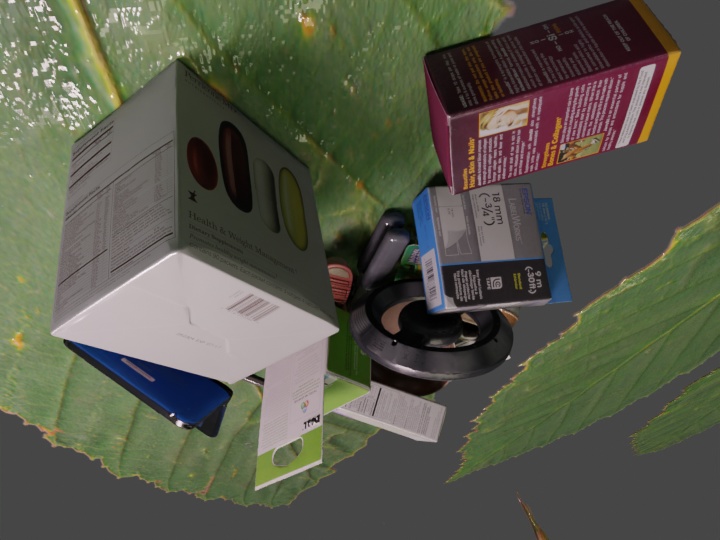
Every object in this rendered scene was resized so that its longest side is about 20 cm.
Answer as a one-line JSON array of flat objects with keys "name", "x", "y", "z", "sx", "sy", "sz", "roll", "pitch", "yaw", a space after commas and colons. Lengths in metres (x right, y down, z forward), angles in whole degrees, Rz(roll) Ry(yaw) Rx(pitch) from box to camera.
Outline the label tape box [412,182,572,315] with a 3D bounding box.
[{"name": "label tape box", "x": 0.173, "y": -0.029, "z": 0.660, "sx": 0.199, "sy": 0.145, "sz": 0.063, "roll": -4, "pitch": 169, "yaw": -14}]

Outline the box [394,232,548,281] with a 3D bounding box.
[{"name": "box", "x": 0.146, "y": -0.023, "z": 0.763, "sx": 0.199, "sy": 0.049, "sz": 0.118, "roll": -6, "pitch": 149, "yaw": -14}]

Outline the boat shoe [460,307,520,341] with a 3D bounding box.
[{"name": "boat shoe", "x": 0.159, "y": 0.070, "z": 0.831, "sx": 0.075, "sy": 0.069, "sz": 0.200, "roll": 25, "pitch": 162, "yaw": -17}]

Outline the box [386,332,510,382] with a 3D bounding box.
[{"name": "box", "x": 0.147, "y": 0.131, "z": 0.928, "sx": 0.199, "sy": 0.117, "sz": 0.060, "roll": -27, "pitch": 107, "yaw": 23}]

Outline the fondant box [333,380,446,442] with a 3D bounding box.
[{"name": "fondant box", "x": 0.018, "y": 0.210, "z": 0.860, "sx": 0.199, "sy": 0.058, "sz": 0.144, "roll": 20, "pitch": 163, "yaw": -1}]

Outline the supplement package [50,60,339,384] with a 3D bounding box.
[{"name": "supplement package", "x": -0.143, "y": -0.031, "z": 0.502, "sx": 0.147, "sy": 0.201, "sz": 0.191, "roll": -28, "pitch": 146, "yaw": 22}]

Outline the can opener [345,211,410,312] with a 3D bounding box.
[{"name": "can opener", "x": 0.000, "y": 0.000, "z": 0.740, "sx": 0.067, "sy": 0.054, "sz": 0.200, "roll": 1, "pitch": 145, "yaw": -21}]

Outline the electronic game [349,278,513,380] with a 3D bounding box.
[{"name": "electronic game", "x": 0.085, "y": 0.066, "z": 0.669, "sx": 0.199, "sy": 0.200, "sz": 0.042, "roll": -3, "pitch": 119, "yaw": -15}]

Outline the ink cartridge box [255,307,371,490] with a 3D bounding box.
[{"name": "ink cartridge box", "x": -0.059, "y": 0.167, "z": 0.696, "sx": 0.076, "sy": 0.201, "sz": 0.148, "roll": 26, "pitch": 136, "yaw": -31}]

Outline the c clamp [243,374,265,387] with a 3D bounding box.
[{"name": "c clamp", "x": -0.157, "y": 0.154, "z": 0.890, "sx": 0.170, "sy": 0.027, "sz": 0.200, "roll": 23, "pitch": 145, "yaw": -4}]

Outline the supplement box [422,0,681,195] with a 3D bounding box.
[{"name": "supplement box", "x": 0.168, "y": -0.160, "z": 0.515, "sx": 0.199, "sy": 0.086, "sz": 0.110, "roll": -15, "pitch": 149, "yaw": 4}]

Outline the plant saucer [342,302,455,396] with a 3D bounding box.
[{"name": "plant saucer", "x": 0.057, "y": 0.105, "z": 0.846, "sx": 0.199, "sy": 0.034, "sz": 0.201, "roll": 15, "pitch": 125, "yaw": 22}]

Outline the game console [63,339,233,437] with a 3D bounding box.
[{"name": "game console", "x": -0.288, "y": 0.163, "z": 0.740, "sx": 0.119, "sy": 0.200, "sz": 0.171, "roll": -59, "pitch": 173, "yaw": 12}]

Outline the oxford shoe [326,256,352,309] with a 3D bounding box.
[{"name": "oxford shoe", "x": -0.070, "y": 0.030, "z": 0.745, "sx": 0.070, "sy": 0.075, "sz": 0.200, "roll": 18, "pitch": 139, "yaw": -23}]
